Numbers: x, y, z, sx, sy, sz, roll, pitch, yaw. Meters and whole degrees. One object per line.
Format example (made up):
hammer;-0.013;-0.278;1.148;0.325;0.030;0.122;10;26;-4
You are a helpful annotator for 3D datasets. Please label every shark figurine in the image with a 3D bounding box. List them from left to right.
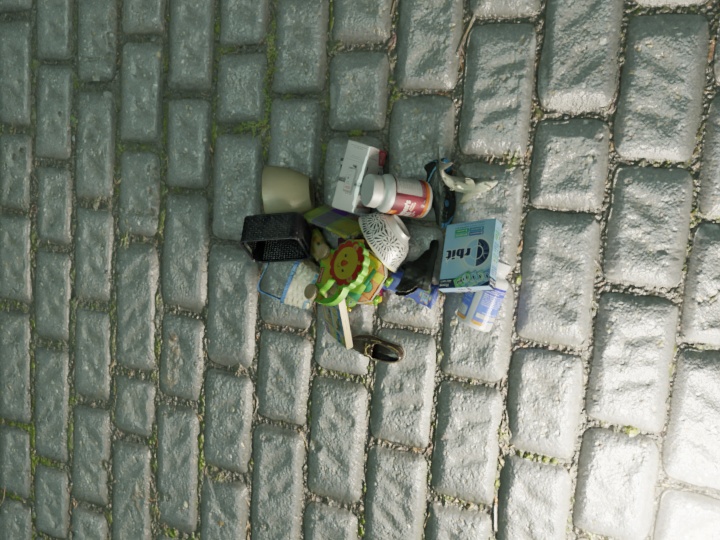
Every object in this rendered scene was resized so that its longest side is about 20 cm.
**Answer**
shark figurine;0.284;-0.279;1.621;0.128;0.210;0.092;-43;37;45

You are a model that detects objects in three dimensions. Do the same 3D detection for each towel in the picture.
towel;-0.074;-0.151;1.725;0.196;0.143;0.023;24;124;25

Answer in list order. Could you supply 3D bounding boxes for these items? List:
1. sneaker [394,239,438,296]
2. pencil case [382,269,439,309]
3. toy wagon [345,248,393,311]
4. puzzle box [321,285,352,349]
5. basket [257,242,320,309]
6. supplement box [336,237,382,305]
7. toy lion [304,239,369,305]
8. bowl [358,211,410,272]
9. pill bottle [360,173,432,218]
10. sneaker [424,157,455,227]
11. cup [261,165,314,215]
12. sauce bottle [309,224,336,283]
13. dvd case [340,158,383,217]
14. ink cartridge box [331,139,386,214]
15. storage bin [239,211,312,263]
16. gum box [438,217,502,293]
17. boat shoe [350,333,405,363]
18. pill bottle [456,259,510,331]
sneaker;0.170;-0.012;1.654;0.101;0.060;0.205;13;66;5
pencil case;0.148;0.049;1.707;0.196;0.087;0.080;22;76;16
toy wagon;0.001;0.039;1.671;0.154;0.039;0.203;37;104;13
puzzle box;-0.082;0.137;1.744;0.132;0.025;0.205;34;141;49
basket;-0.225;0.028;1.803;0.196;0.139;0.180;27;102;-1
supplement box;0.000;0.000;1.744;0.127;0.103;0.207;2;95;20
toy lion;-0.060;0.007;1.628;0.188;0.068;0.205;10;79;40
bowl;0.088;-0.106;1.651;0.093;0.200;0.203;-35;83;18
pill bottle;0.105;-0.221;1.616;0.109;0.195;0.113;-20;67;62
sneaker;0.237;-0.232;1.668;0.081;0.072;0.207;1;95;43
cup;-0.224;-0.242;1.773;0.139;0.200;0.207;-6;92;5
sauce bottle;-0.121;-0.054;1.806;0.064;0.065;0.202;-36;84;18
dvd case;0.006;-0.261;1.768;0.144;0.016;0.207;0;94;21
ink cartridge box;-0.003;-0.280;1.683;0.081;0.146;0.205;20;101;19
storage bin;-0.259;-0.101;1.707;0.194;0.136;0.096;-2;62;15
gum box;0.315;-0.040;1.586;0.167;0.044;0.206;-5;67;42
boat shoe;0.046;0.253;1.769;0.195;0.059;0.074;12;99;19
pill bottle;0.365;0.064;1.611;0.110;0.112;0.205;24;101;16
